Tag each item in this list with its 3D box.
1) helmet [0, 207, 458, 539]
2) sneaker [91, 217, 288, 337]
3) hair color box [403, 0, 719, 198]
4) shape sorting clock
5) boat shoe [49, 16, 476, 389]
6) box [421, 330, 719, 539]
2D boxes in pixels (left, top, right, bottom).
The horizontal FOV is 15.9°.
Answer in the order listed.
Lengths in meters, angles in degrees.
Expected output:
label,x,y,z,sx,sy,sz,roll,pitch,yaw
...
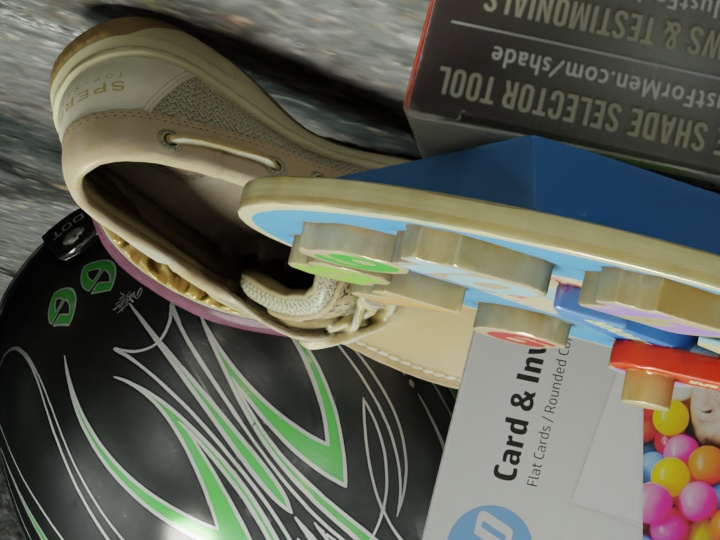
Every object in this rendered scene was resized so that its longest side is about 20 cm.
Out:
label,x,y,z,sx,sy,sz,roll,pitch,yaw
helmet,-0.046,0.076,1.026,0.200,0.200,0.191,22,-161,-46
sneaker,0.000,0.000,0.938,0.199,0.075,0.090,14,167,6
hair color box,0.077,-0.033,0.629,0.110,0.064,0.200,13,173,7
shape sorting clock,0.068,0.012,0.588,0.199,0.039,0.200,13,171,2
boat shoe,-0.015,-0.005,0.817,0.200,0.065,0.072,33,123,-31
box,0.129,0.052,0.786,0.199,0.157,0.041,12,169,16
